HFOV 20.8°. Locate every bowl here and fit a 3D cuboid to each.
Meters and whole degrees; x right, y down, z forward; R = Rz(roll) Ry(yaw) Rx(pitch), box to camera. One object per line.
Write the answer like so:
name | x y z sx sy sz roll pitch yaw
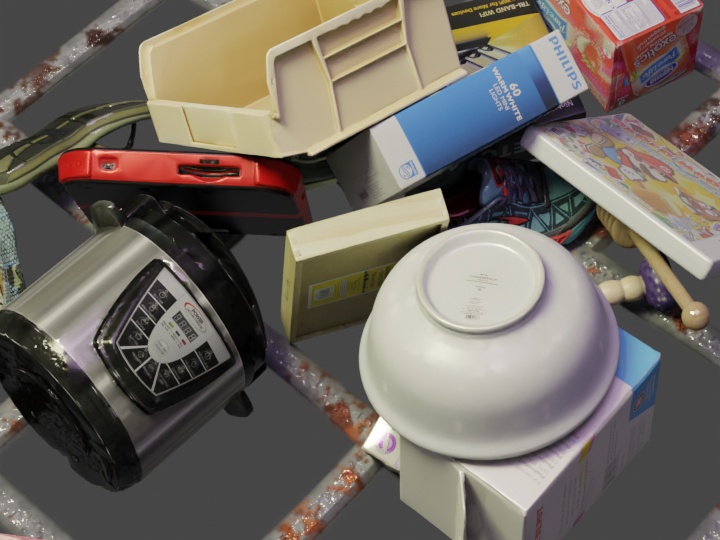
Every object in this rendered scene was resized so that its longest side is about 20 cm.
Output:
bowl | 0.092 0.033 1.455 0.199 0.091 0.202 -5 50 6

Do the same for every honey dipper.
honey dipper | 0.241 -0.009 1.586 0.038 0.038 0.200 -14 30 -8

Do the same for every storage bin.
storage bin | -0.052 -0.172 1.601 0.198 0.094 0.199 -29 23 -30

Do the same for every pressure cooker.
pressure cooker | -0.174 0.049 1.546 0.178 0.177 0.200 37 63 27

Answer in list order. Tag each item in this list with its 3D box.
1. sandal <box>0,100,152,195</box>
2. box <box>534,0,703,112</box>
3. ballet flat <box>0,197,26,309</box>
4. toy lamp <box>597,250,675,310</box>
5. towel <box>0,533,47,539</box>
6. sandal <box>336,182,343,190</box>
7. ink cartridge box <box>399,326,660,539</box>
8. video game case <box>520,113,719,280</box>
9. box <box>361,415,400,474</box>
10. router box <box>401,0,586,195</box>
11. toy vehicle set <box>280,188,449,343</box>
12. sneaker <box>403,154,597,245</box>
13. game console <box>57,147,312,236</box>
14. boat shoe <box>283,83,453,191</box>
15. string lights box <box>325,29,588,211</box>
sandal | -0.249 -0.104 1.732 0.200 0.058 0.079 -31 23 -33
box | 0.217 -0.257 1.800 0.099 0.096 0.201 -25 58 -15
ballet flat | -0.322 -0.002 1.651 0.074 0.074 0.201 -20 56 -12
toy lamp | 0.162 0.030 1.629 0.198 0.058 0.059 -12 56 -6
towel | -0.278 0.292 1.484 0.143 0.023 0.201 6 56 7
sandal | -0.067 -0.130 1.742 0.048 0.075 0.201 -42 62 7
ink cartridge box | 0.122 0.133 1.514 0.125 0.129 0.200 34 62 24
video game case | 0.255 -0.067 1.650 0.200 0.023 0.181 39 27 25
box | 0.068 0.069 1.572 0.038 0.041 0.201 28 82 16
router box | 0.084 -0.161 1.765 0.198 0.052 0.158 -16 57 -9
toy vehicle set | 0.000 0.000 1.568 0.123 0.200 0.027 -15 71 -10
sneaker | 0.120 -0.057 1.666 0.199 0.096 0.080 -21 58 -12
game console | -0.144 -0.064 1.634 0.198 0.177 0.031 3 79 4
boat shoe | 0.005 -0.122 1.666 0.199 0.062 0.073 -19 65 -16
string lights box | 0.080 -0.122 1.621 0.199 0.103 0.059 -30 92 -24
